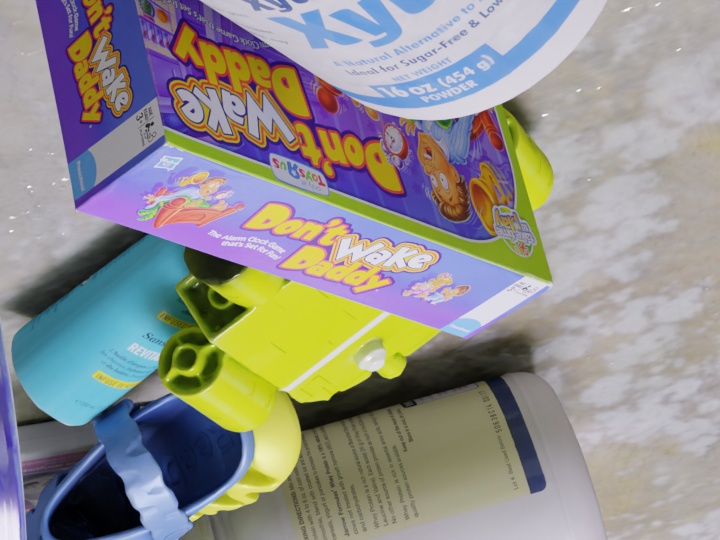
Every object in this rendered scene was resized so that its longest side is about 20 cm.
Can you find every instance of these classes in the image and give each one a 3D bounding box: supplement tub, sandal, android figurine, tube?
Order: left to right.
[{"bbox_3d":[-0.117,0.110,1.196,0.087,0.080,0.200,-11,150,-50],"label":"sandal"},{"bbox_3d":[-0.063,-0.006,1.105,0.200,0.051,0.077,-37,160,26],"label":"tube"},{"bbox_3d":[-0.014,-0.137,0.796,0.132,0.133,0.200,-28,150,24],"label":"supplement tub"},{"bbox_3d":[0.000,0.000,1.097,0.182,0.041,0.200,-37,155,4],"label":"android figurine"},{"bbox_3d":[0.014,0.142,1.286,0.199,0.146,0.145,-15,152,-5],"label":"supplement tub"}]

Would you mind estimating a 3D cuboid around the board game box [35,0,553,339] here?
[{"bbox_3d":[-0.024,-0.064,0.919,0.045,0.135,0.200,-33,147,31],"label":"board game box"}]

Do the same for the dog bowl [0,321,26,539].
[{"bbox_3d":[-0.183,0.052,0.981,0.078,0.201,0.200,-8,151,-17],"label":"dog bowl"}]

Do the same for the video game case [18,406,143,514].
[{"bbox_3d":[-0.157,0.129,1.325,0.142,0.018,0.200,-9,151,-11],"label":"video game case"}]
